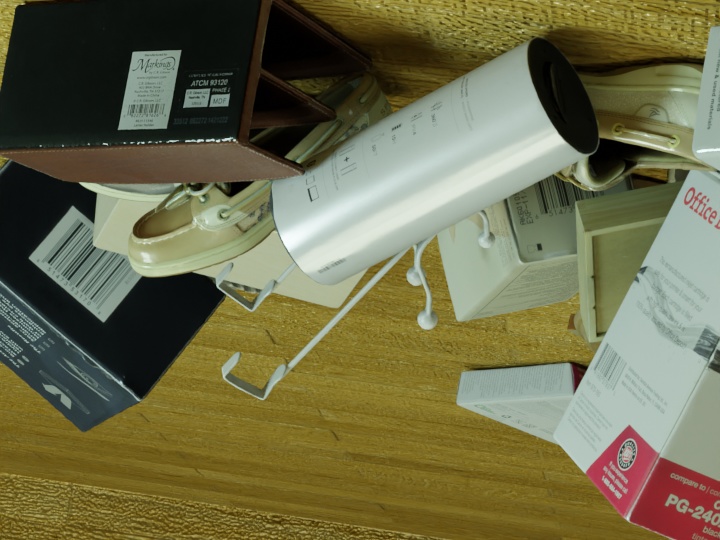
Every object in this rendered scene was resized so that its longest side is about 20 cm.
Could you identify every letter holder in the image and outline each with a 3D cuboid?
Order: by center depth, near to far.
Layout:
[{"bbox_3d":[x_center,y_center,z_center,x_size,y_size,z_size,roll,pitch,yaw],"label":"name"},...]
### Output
[{"bbox_3d":[-0.110,-0.105,1.555,0.200,0.101,0.142,0,165,34],"label":"letter holder"}]

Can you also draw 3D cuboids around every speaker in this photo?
[{"bbox_3d":[0.045,-0.066,1.495,0.200,0.081,0.081,-27,148,26],"label":"speaker"}]

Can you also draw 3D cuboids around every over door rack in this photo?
[{"bbox_3d":[0.000,0.000,1.627,0.067,0.200,0.148,50,-169,-23],"label":"over door rack"}]

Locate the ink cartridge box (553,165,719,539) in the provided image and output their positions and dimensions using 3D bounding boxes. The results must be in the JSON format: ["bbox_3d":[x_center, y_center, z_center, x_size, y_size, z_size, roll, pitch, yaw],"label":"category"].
[{"bbox_3d":[0.214,0.052,1.475,0.083,0.200,0.145,23,-170,-18],"label":"ink cartridge box"}]

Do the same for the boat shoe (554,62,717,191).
[{"bbox_3d":[0.146,-0.085,1.521,0.074,0.066,0.200,22,161,-40],"label":"boat shoe"}]

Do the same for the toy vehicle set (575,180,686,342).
[{"bbox_3d":[0.241,-0.016,1.588,0.200,0.027,0.124,-10,143,-2],"label":"toy vehicle set"}]

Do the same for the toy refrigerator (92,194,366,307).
[{"bbox_3d":[-0.093,-0.041,1.832,0.200,0.070,0.076,15,141,-18],"label":"toy refrigerator"}]

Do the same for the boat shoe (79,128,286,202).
[{"bbox_3d":[-0.097,-0.092,1.653,0.200,0.072,0.066,-1,154,-7],"label":"boat shoe"}]

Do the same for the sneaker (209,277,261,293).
[{"bbox_3d":[-0.093,-0.022,1.981,0.200,0.075,0.082,-9,-170,42],"label":"sneaker"}]

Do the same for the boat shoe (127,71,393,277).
[{"bbox_3d":[-0.069,-0.064,1.594,0.063,0.200,0.073,63,176,-33],"label":"boat shoe"}]

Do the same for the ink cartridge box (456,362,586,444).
[{"bbox_3d":[0.231,0.136,2.395,0.200,0.043,0.196,-7,157,44],"label":"ink cartridge box"}]

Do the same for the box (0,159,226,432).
[{"bbox_3d":[-0.236,0.013,1.923,0.197,0.117,0.200,42,159,-8],"label":"box"}]

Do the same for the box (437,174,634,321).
[{"bbox_3d":[0.121,-0.027,1.693,0.095,0.078,0.200,-11,170,-14],"label":"box"}]

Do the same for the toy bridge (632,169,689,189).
[{"bbox_3d":[0.238,-0.064,1.625,0.067,0.027,0.200,10,166,-12],"label":"toy bridge"}]

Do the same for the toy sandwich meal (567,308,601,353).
[{"bbox_3d":[0.261,0.036,1.936,0.205,0.070,0.205,9,161,3],"label":"toy sandwich meal"}]

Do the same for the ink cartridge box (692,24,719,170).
[{"bbox_3d":[0.312,-0.086,1.368,0.200,0.083,0.146,-3,161,42],"label":"ink cartridge box"}]
